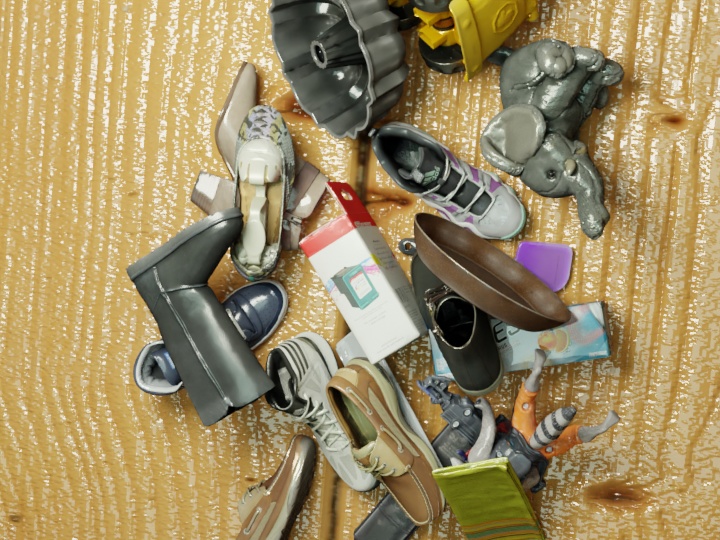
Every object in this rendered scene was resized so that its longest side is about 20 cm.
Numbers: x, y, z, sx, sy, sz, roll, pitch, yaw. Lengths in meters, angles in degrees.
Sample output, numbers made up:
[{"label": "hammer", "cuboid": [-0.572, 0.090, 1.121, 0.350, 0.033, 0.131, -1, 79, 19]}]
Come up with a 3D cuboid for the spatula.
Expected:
[{"label": "spatula", "cuboid": [0.141, -0.014, 1.695, 0.199, 0.021, 0.057, 9, 98, 13]}]

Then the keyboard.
[{"label": "keyboard", "cuboid": [0.034, 0.159, 1.704, 0.056, 0.011, 0.200, -38, 74, 35]}]

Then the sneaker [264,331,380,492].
[{"label": "sneaker", "cuboid": [-0.053, 0.173, 1.688, 0.076, 0.115, 0.201, -31, 83, 30]}]

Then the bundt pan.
[{"label": "bundt pan", "cuboid": [-0.017, -0.253, 1.645, 0.076, 0.202, 0.202, -27, 86, -26]}]

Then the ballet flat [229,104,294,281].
[{"label": "ballet flat", "cuboid": [-0.112, -0.085, 1.661, 0.072, 0.072, 0.201, 5, 96, 11]}]

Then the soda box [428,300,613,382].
[{"label": "soda box", "cuboid": [0.180, 0.080, 1.667, 0.199, 0.068, 0.064, -10, 89, 12]}]

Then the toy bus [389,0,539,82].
[{"label": "toy bus", "cuboid": [0.112, -0.340, 1.633, 0.192, 0.136, 0.200, -39, 59, -10]}]

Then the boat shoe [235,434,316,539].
[{"label": "boat shoe", "cuboid": [-0.111, 0.282, 1.735, 0.072, 0.076, 0.201, 22, 95, 12]}]

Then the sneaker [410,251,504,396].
[{"label": "sneaker", "cuboid": [0.099, 0.029, 1.607, 0.075, 0.106, 0.200, -25, 53, 1]}]

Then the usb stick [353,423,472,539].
[{"label": "usb stick", "cuboid": [0.069, 0.256, 1.718, 0.055, 0.033, 0.200, 42, 100, 14]}]

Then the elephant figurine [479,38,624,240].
[{"label": "elephant figurine", "cuboid": [0.202, -0.143, 1.616, 0.141, 0.155, 0.201, 15, 86, -12]}]

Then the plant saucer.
[{"label": "plant saucer", "cuboid": [0.134, 0.007, 1.584, 0.200, 0.200, 0.035, 36, 105, 8]}]

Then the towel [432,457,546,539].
[{"label": "towel", "cuboid": [0.145, 0.266, 1.635, 0.086, 0.200, 0.018, -13, 51, 12]}]

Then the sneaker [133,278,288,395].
[{"label": "sneaker", "cuboid": [-0.176, 0.081, 1.719, 0.200, 0.108, 0.070, -34, 86, 11]}]

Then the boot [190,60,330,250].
[{"label": "boot", "cuboid": [-0.105, -0.126, 1.724, 0.146, 0.070, 0.201, 21, 97, 3]}]

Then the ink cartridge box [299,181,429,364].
[{"label": "ink cartridge box", "cuboid": [0.000, 0.000, 1.677, 0.067, 0.116, 0.200, -32, 86, 12]}]

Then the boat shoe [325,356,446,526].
[{"label": "boat shoe", "cuboid": [0.020, 0.198, 1.654, 0.076, 0.074, 0.200, -32, 87, 46]}]

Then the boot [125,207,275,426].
[{"label": "boot", "cuboid": [-0.153, 0.051, 1.634, 0.165, 0.066, 0.200, -31, 82, 29]}]

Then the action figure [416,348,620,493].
[{"label": "action figure", "cuboid": [0.156, 0.179, 1.626, 0.200, 0.105, 0.194, 35, 114, -14]}]

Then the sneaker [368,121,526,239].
[{"label": "sneaker", "cuboid": [0.089, -0.097, 1.641, 0.200, 0.140, 0.078, 31, 98, 9]}]
